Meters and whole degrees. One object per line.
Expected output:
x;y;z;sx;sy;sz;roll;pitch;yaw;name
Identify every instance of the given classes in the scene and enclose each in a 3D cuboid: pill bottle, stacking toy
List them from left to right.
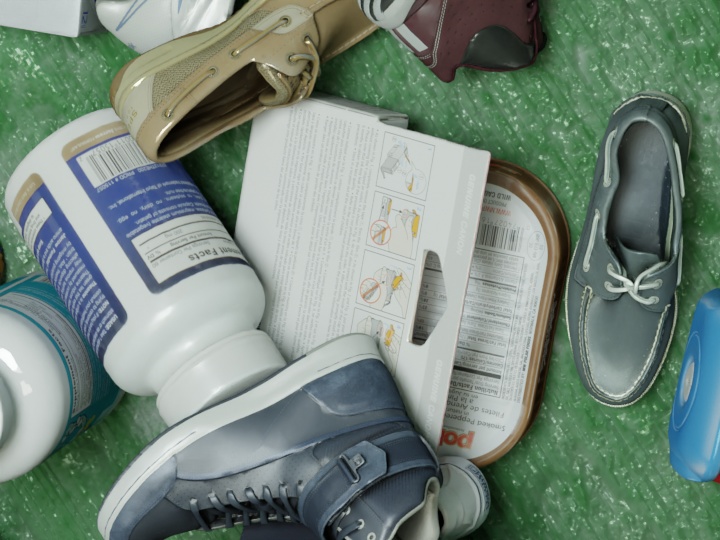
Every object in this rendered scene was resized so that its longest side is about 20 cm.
-0.222;0.069;1.511;0.110;0.200;0.112;2;100;13;pill bottle
-0.129;0.006;1.497;0.111;0.111;0.201;-41;69;16;pill bottle
0.293;0.087;1.454;0.198;0.116;0.111;11;97;-4;stacking toy

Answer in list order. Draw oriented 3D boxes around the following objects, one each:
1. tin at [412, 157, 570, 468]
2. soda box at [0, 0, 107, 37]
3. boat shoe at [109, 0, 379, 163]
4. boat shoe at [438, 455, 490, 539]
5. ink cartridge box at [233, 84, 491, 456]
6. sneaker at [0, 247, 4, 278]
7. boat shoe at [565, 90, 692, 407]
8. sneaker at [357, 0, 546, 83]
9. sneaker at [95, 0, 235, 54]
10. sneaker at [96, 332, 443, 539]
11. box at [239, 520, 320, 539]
0.067;0.029;1.525;0.111;0.042;0.202;12;102;15;tin
-0.261;-0.198;1.544;0.198;0.063;0.069;9;100;11;soda box
-0.053;-0.127;1.472;0.199;0.071;0.065;-30;55;-7;boat shoe
-0.013;0.170;1.535;0.199;0.065;0.074;-29;87;30;boat shoe
0.000;0.000;1.503;0.175;0.045;0.202;17;104;29;ink cartridge box
-0.310;-0.065;1.574;0.088;0.075;0.201;-18;95;16;sneaker
0.164;-0.009;1.481;0.072;0.062;0.202;10;102;10;boat shoe
0.098;-0.197;1.470;0.200;0.076;0.116;-44;120;-2;sneaker
-0.097;-0.216;1.489;0.087;0.075;0.201;25;103;-12;sneaker
-0.047;0.145;1.423;0.202;0.077;0.147;-31;63;-1;sneaker
0.012;0.262;1.495;0.181;0.105;0.201;7;137;13;box
